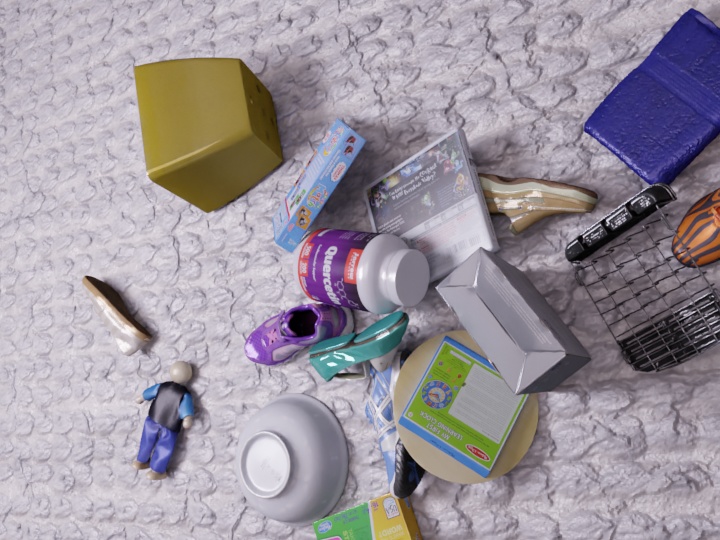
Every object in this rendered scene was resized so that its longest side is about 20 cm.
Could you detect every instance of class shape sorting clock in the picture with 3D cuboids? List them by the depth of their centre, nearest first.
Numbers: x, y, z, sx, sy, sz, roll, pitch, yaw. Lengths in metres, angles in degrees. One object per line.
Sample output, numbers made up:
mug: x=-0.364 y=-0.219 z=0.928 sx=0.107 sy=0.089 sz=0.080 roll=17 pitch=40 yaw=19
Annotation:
shape sorting clock: x=0.141 y=0.183 z=0.896 sx=0.195 sy=0.039 sz=0.204 roll=-1 pitch=72 yaw=2

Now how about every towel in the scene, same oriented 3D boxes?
towel: x=0.405 y=-0.214 z=0.844 sx=0.200 sy=0.049 sz=0.148 roll=-47 pitch=58 yaw=14

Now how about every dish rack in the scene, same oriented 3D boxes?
dish rack: x=0.351 y=0.015 z=0.807 sx=0.153 sy=0.054 sz=0.203 roll=-41 pitch=69 yaw=42

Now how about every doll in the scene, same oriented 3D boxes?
doll: x=-0.347 y=0.255 z=1.162 sx=0.135 sy=0.048 sz=0.204 roll=21 pitch=93 yaw=28

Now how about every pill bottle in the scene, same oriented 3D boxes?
pill bottle: x=0.000 y=0.000 z=0.960 sx=0.198 sy=0.111 sz=0.115 roll=8 pitch=85 yaw=43

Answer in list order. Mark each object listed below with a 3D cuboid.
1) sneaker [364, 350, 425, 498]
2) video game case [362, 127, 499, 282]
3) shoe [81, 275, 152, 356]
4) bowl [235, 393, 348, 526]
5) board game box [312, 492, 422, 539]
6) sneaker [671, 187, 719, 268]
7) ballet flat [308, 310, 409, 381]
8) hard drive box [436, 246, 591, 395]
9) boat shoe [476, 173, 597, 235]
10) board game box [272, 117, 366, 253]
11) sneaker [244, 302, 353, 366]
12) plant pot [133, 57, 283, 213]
sneaker: x=0.050 y=0.221 z=0.951 sx=0.076 sy=0.075 sz=0.204 roll=-12 pitch=67 yaw=32
video game case: x=0.095 y=-0.079 z=0.965 sx=0.198 sy=0.023 sz=0.185 roll=-28 pitch=69 yaw=41
shoe: x=-0.471 y=0.082 z=1.242 sx=0.199 sy=0.070 sz=0.054 roll=41 pitch=92 yaw=24
bowl: x=-0.124 y=0.294 z=1.016 sx=0.197 sy=0.090 sz=0.206 roll=-5 pitch=80 yaw=28
board game box: x=0.029 y=0.435 z=0.940 sx=0.151 sy=0.040 sz=0.203 roll=-28 pitch=70 yaw=21
sneaker: x=0.443 y=-0.088 z=0.763 sx=0.200 sy=0.112 sz=0.078 roll=-46 pitch=65 yaw=15
ballet flat: x=0.008 y=0.116 z=0.945 sx=0.198 sy=0.067 sz=0.071 roll=-25 pitch=100 yaw=40
hard drive box: x=0.197 y=0.068 z=0.819 sx=0.077 sy=0.199 sz=0.157 roll=-42 pitch=65 yaw=16
boat shoe: x=0.224 y=-0.085 z=0.908 sx=0.197 sy=0.071 sz=0.078 roll=12 pitch=91 yaw=40
board game box: x=-0.070 y=-0.138 z=1.033 sx=0.036 sy=0.152 sz=0.202 roll=31 pitch=101 yaw=-17
sneaker: x=-0.112 y=0.096 z=1.042 sx=0.197 sy=0.088 sz=0.082 roll=-21 pitch=74 yaw=25
plant pot: x=-0.241 y=-0.240 z=1.114 sx=0.173 sy=0.200 sz=0.204 roll=-15 pitch=75 yaw=12
